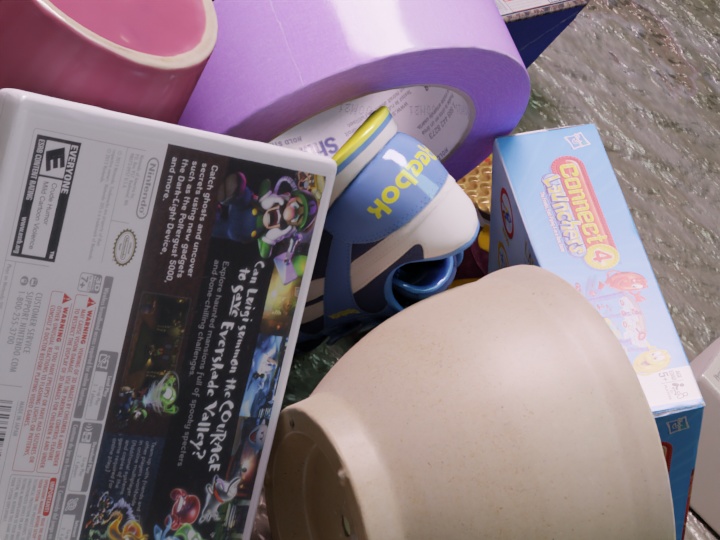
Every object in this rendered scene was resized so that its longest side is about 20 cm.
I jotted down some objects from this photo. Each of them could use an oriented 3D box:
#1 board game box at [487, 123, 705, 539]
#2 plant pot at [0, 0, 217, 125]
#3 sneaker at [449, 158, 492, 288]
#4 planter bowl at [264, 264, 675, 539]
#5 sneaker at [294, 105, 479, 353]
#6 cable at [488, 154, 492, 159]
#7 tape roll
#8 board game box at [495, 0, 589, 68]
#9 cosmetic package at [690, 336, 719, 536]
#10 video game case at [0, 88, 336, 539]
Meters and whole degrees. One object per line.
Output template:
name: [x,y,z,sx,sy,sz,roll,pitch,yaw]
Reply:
board game box: [0.116,0.062,1.207,0.056,0.196,0.200,-9,49,-7]
plant pot: [-0.167,-0.081,1.055,0.200,0.179,0.200,30,33,-21]
sneaker: [0.039,-0.033,1.360,0.200,0.090,0.075,30,40,27]
planter bowl: [0.037,0.107,1.077,0.135,0.200,0.200,-11,56,-24]
sneaker: [0.000,0.000,1.152,0.082,0.200,0.074,36,62,3]
cable: [0.065,-0.108,1.393,0.050,0.200,0.097,-12,40,-14]
tape roll: [-0.017,-0.082,1.167,0.200,0.200,0.066,3,58,-48]
board game box: [0.027,-0.211,1.529,0.200,0.097,0.159,51,31,12]
cosmetic package: [0.268,0.136,1.409,0.200,0.073,0.104,45,30,1]
video game case: [-0.102,0.034,1.003,0.182,0.200,0.023,10,5,-44]
